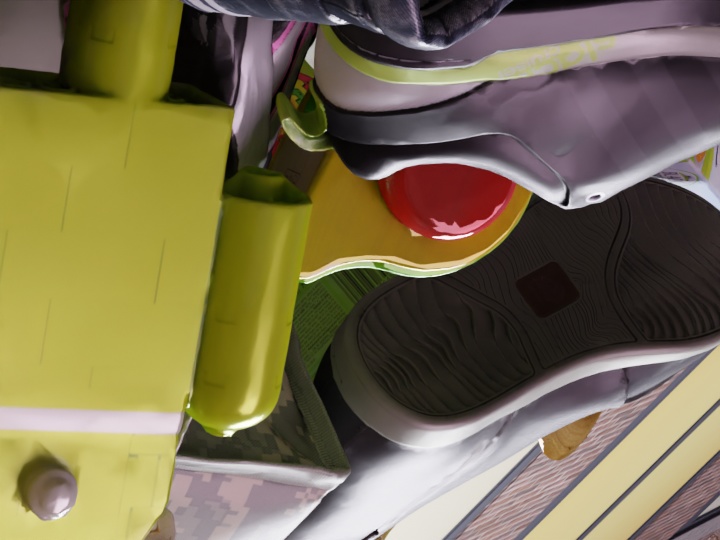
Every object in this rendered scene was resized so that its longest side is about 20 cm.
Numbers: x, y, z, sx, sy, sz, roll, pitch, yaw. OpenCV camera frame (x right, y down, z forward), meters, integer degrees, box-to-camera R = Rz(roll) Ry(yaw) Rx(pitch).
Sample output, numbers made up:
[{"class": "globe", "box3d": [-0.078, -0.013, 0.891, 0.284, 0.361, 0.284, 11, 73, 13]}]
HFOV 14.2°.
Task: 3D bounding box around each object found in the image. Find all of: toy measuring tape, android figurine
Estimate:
[{"class": "toy measuring tape", "box3d": [0.000, 0.000, 0.843, 0.200, 0.073, 0.074, -64, 163, 3]}, {"class": "android figurine", "box3d": [-0.102, 0.010, 0.764, 0.182, 0.041, 0.200, 5, 101, -30]}]

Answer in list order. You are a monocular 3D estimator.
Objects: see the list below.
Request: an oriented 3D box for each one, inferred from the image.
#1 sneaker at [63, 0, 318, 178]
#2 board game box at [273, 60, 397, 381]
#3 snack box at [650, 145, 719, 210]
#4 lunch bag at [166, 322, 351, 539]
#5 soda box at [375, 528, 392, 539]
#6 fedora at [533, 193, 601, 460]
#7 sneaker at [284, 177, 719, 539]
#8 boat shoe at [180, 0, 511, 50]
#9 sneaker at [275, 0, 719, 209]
[{"class": "sneaker", "box3d": [-0.026, -0.090, 0.834, 0.086, 0.080, 0.200, -36, 166, -22]}, {"class": "board game box", "box3d": [-0.065, 0.028, 1.035, 0.200, 0.102, 0.048, -46, 164, 20]}, {"class": "snack box", "box3d": [0.123, -0.096, 1.096, 0.200, 0.053, 0.143, 29, 67, -74]}, {"class": "lunch bag", "box3d": [-0.136, 0.061, 0.909, 0.200, 0.118, 0.164, 11, 133, -36]}, {"class": "soda box", "box3d": [0.004, 0.055, 1.232, 0.200, 0.064, 0.068, -38, 131, -71]}, {"class": "fedora", "box3d": [0.060, -0.025, 1.149, 0.201, 0.082, 0.201, 4, 90, -75]}, {"class": "sneaker", "box3d": [0.047, 0.032, 1.005, 0.200, 0.075, 0.106, -17, 158, -39]}, {"class": "boat shoe", "box3d": [0.035, -0.133, 0.732, 0.200, 0.091, 0.071, -54, 141, -21]}, {"class": "sneaker", "box3d": [0.075, -0.059, 0.794, 0.200, 0.072, 0.083, 0, 134, -14]}]
